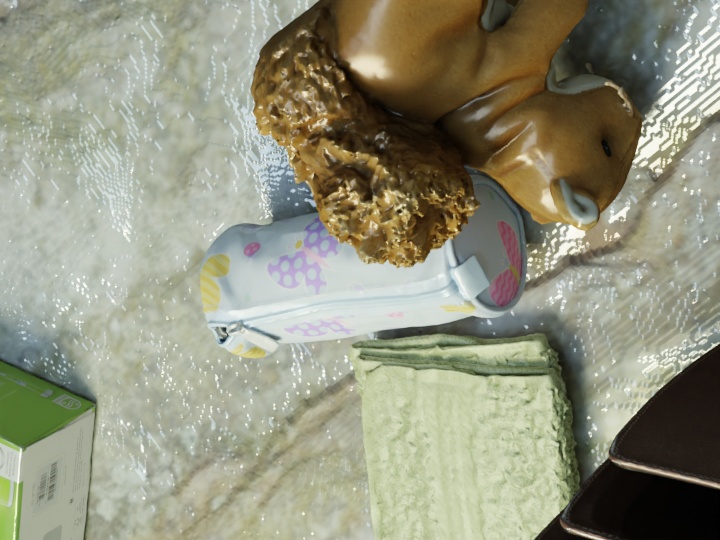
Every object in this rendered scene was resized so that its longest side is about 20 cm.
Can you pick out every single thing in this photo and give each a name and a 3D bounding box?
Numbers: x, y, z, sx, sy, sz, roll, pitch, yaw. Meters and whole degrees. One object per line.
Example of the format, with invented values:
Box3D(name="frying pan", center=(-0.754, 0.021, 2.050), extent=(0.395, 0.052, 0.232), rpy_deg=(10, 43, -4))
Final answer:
Box3D(name="squirrel figurine", center=(0.050, -0.084, 1.274), extent=(0.187, 0.200, 0.141), rpy_deg=(51, 169, -13))
Box3D(name="towel", center=(0.070, 0.133, 1.430), extent=(0.148, 0.036, 0.201), rpy_deg=(1, 108, 32))
Box3D(name="pencil case", center=(0.000, 0.000, 1.390), extent=(0.199, 0.091, 0.084), rpy_deg=(-11, 102, 35))
Box3D(name="letter holder", center=(0.175, 0.105, 1.248), extent=(0.142, 0.200, 0.101), rpy_deg=(14, 115, 29))
Box3D(name="toothbrush box", center=(-0.290, 0.133, 1.633), extent=(0.199, 0.086, 0.146), rpy_deg=(23, 119, 26))
